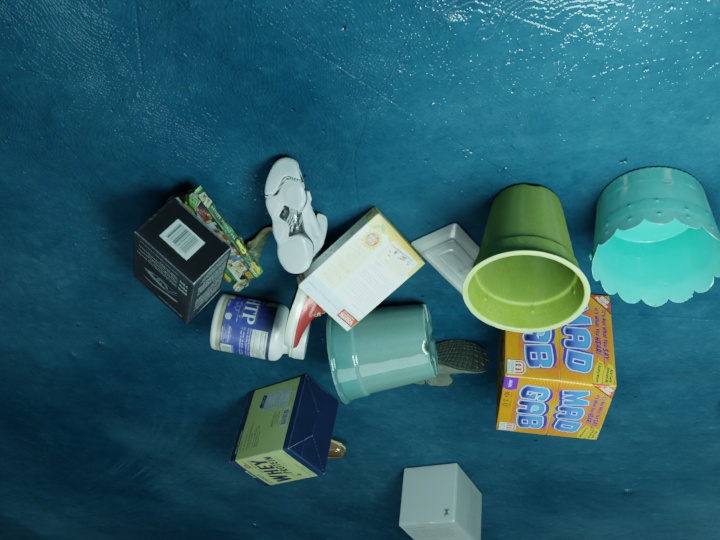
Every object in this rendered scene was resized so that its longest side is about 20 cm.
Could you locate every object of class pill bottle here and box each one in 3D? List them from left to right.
[{"bbox_3d":[-0.208,0.125,1.621,0.197,0.121,0.120,11,141,0],"label":"pill bottle"}]

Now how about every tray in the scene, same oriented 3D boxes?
[{"bbox_3d":[0.193,-0.006,1.449,0.107,0.022,0.200,-24,129,34],"label":"tray"}]

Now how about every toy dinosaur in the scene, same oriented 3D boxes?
[{"bbox_3d":[-0.227,-0.040,1.494,0.087,0.048,0.200,21,135,-17],"label":"toy dinosaur"}]

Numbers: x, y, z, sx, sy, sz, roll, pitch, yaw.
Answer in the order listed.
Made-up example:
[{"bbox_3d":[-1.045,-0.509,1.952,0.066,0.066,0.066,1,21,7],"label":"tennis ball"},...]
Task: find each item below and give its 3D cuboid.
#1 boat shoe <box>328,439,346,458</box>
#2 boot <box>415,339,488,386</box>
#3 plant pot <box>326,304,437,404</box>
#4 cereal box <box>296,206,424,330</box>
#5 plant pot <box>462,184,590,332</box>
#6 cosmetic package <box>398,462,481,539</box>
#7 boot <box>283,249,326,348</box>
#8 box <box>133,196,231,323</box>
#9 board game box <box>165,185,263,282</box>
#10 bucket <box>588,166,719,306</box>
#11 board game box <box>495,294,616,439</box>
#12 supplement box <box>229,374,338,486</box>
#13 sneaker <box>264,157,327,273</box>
[{"bbox_3d":[-0.139,0.491,2.079,0.197,0.068,0.073,4,140,8],"label":"boat shoe"},{"bbox_3d":[0.190,0.211,1.684,0.197,0.068,0.131,4,145,20],"label":"boot"},{"bbox_3d":[0.050,0.157,1.555,0.193,0.202,0.201,-9,137,11],"label":"plant pot"},{"bbox_3d":[0.000,0.000,1.411,0.199,0.040,0.144,-40,119,10],"label":"cereal box"},{"bbox_3d":[0.271,-0.034,1.265,0.197,0.192,0.201,6,140,5],"label":"plant pot"},{"bbox_3d":[0.225,0.658,2.114,0.165,0.168,0.201,-12,136,25],"label":"cosmetic package"},{"bbox_3d":[-0.062,0.071,1.483,0.142,0.203,0.072,20,-176,-9],"label":"boot"},{"bbox_3d":[-0.337,-0.015,1.433,0.148,0.104,0.200,41,151,3],"label":"box"},{"bbox_3d":[-0.273,-0.064,1.433,0.104,0.024,0.201,-7,125,47],"label":"board game box"},{"bbox_3d":[0.472,-0.055,1.235,0.204,0.136,0.209,7,140,6],"label":"bucket"},{"bbox_3d":[0.370,0.182,1.487,0.197,0.202,0.201,4,141,8],"label":"board game box"},{"bbox_3d":[-0.183,0.391,1.866,0.198,0.202,0.134,-20,131,34],"label":"supplement box"},{"bbox_3d":[-0.113,-0.105,1.367,0.074,0.115,0.203,-3,104,16],"label":"sneaker"}]
